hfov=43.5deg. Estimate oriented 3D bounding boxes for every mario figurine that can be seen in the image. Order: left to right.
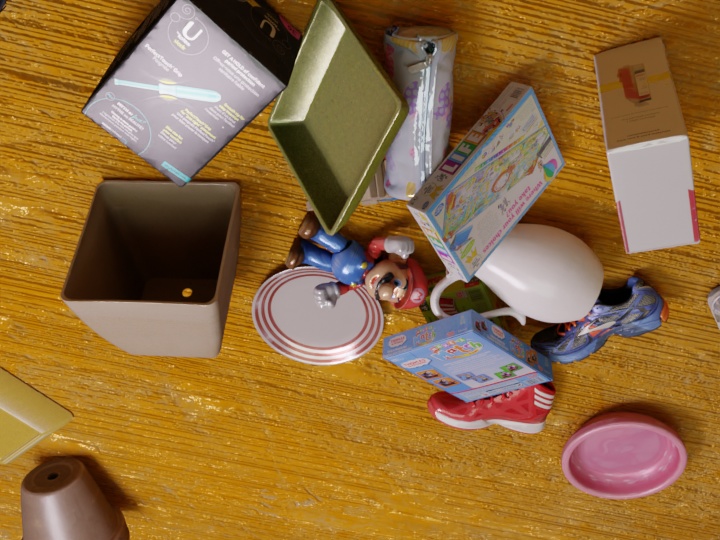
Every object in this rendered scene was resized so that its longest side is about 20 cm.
[{"bbox_3d":[0.000,0.000,1.227,0.198,0.107,0.124,23,154,-6],"label":"mario figurine"}]

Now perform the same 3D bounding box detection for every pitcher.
[{"bbox_3d":[0.204,0.014,1.198,0.198,0.121,0.173,21,105,-7],"label":"pitcher"}]

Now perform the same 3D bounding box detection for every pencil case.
[{"bbox_3d":[0.069,-0.182,1.044,0.082,0.091,0.202,-10,118,-21],"label":"pencil case"}]

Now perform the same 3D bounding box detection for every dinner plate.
[{"bbox_3d":[-0.063,0.065,1.350,0.198,0.024,0.202,3,132,3],"label":"dinner plate"}]

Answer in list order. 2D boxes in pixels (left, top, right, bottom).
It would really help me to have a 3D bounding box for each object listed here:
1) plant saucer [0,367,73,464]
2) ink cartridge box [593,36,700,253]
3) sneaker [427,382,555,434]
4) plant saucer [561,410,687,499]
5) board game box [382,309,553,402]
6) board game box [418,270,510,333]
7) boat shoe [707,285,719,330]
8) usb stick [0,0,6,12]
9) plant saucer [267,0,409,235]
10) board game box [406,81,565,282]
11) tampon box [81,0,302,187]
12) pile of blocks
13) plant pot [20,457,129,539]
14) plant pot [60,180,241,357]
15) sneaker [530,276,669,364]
[{"bbox_3d":[-0.636,0.258,1.566,0.199,0.049,0.200,-33,121,30],"label":"plant saucer"},{"bbox_3d":[0.318,-0.142,1.010,0.083,0.201,0.146,-10,130,19],"label":"ink cartridge box"},{"bbox_3d":[0.208,0.185,1.404,0.198,0.079,0.116,5,124,-15],"label":"sneaker"},{"bbox_3d":[0.429,0.297,1.481,0.198,0.051,0.202,3,132,4],"label":"plant saucer"},{"bbox_3d":[0.151,0.123,1.253,0.150,0.037,0.199,-21,144,36],"label":"board game box"},{"bbox_3d":[0.161,0.086,1.327,0.101,0.048,0.201,-14,128,18],"label":"board game box"},{"bbox_3d":[0.555,0.103,1.287,0.074,0.065,0.202,-23,125,24],"label":"boat shoe"},{"bbox_3d":[-0.482,-0.367,1.011,0.199,0.033,0.055,36,126,-23],"label":"usb stick"},{"bbox_3d":[-0.021,-0.179,1.048,0.047,0.201,0.200,-5,141,-35],"label":"plant saucer"},{"bbox_3d":[0.153,-0.103,1.073,0.200,0.034,0.135,-49,134,-12],"label":"board game box"},{"bbox_3d":[-0.190,-0.228,1.038,0.150,0.127,0.199,38,124,-24],"label":"tampon box"},{"bbox_3d":[0.025,-0.122,1.164,0.198,0.082,0.063,-7,88,1],"label":"pile of blocks"},{"bbox_3d":[-0.537,0.445,1.642,0.198,0.201,0.176,-3,115,9],"label":"plant pot"},{"bbox_3d":[-0.259,0.013,1.225,0.197,0.201,0.178,1,143,6],"label":"plant pot"},{"bbox_3d":[0.330,0.065,1.284,0.199,0.076,0.079,-26,115,16],"label":"sneaker"}]
